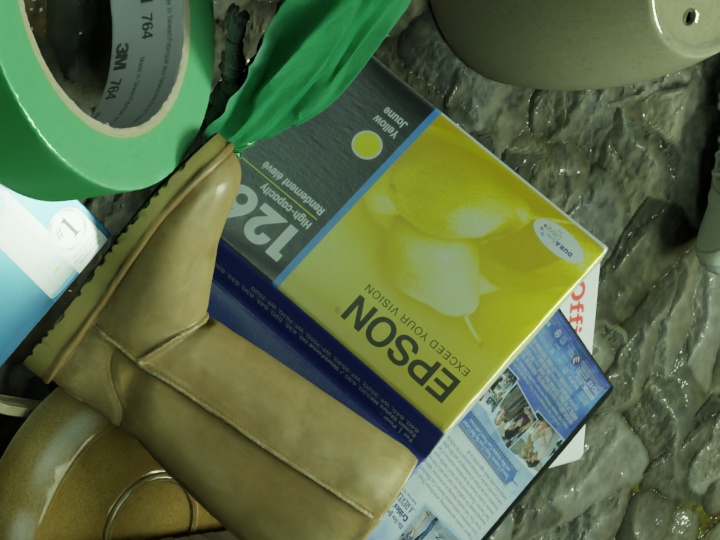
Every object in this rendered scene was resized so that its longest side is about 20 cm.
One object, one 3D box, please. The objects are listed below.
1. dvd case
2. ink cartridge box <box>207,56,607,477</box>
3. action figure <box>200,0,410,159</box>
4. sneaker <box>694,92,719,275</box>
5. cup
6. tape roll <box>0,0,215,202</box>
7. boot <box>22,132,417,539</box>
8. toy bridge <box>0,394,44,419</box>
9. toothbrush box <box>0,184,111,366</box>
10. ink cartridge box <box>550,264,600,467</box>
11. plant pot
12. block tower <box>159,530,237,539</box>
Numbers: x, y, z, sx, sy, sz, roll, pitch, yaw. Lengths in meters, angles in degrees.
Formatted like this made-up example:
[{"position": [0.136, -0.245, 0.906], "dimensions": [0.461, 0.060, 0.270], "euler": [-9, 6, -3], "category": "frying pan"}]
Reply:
[{"position": [0.058, 0.101, 1.241], "dimensions": [0.200, 0.018, 0.143], "euler": [-48, 131, -12], "category": "dvd case"}, {"position": [0.000, 0.000, 1.159], "dimensions": [0.200, 0.198, 0.047], "euler": [-48, 172, -18], "category": "ink cartridge box"}, {"position": [-0.033, -0.117, 1.083], "dimensions": [0.118, 0.055, 0.200], "euler": [-16, 160, -41], "category": "action figure"}, {"position": [0.273, -0.094, 1.425], "dimensions": [0.081, 0.075, 0.200], "euler": [26, 88, -29], "category": "sneaker"}, {"position": [0.159, -0.192, 1.234], "dimensions": [0.200, 0.143, 0.201], "euler": [-16, 116, -34], "category": "cup"}, {"position": [-0.143, -0.135, 1.008], "dimensions": [0.200, 0.048, 0.201], "euler": [20, 68, -60], "category": "tape roll"}, {"position": [-0.053, 0.049, 1.093], "dimensions": [0.200, 0.066, 0.175], "euler": [37, 111, -5], "category": "boot"}, {"position": [-0.169, 0.119, 1.170], "dimensions": [0.067, 0.027, 0.200], "euler": [-50, 132, -14], "category": "toy bridge"}, {"position": [-0.243, -0.033, 1.010], "dimensions": [0.146, 0.085, 0.200], "euler": [-50, 130, -13], "category": "toothbrush box"}, {"position": [0.046, 0.059, 1.283], "dimensions": [0.200, 0.084, 0.146], "euler": [-11, 114, -34], "category": "ink cartridge box"}, {"position": [-0.125, 0.143, 1.179], "dimensions": [0.200, 0.027, 0.200], "euler": [-18, 119, -37], "category": "plant pot"}, {"position": [-0.101, 0.183, 1.149], "dimensions": [0.200, 0.058, 0.054], "euler": [-3, 109, -43], "category": "block tower"}]
